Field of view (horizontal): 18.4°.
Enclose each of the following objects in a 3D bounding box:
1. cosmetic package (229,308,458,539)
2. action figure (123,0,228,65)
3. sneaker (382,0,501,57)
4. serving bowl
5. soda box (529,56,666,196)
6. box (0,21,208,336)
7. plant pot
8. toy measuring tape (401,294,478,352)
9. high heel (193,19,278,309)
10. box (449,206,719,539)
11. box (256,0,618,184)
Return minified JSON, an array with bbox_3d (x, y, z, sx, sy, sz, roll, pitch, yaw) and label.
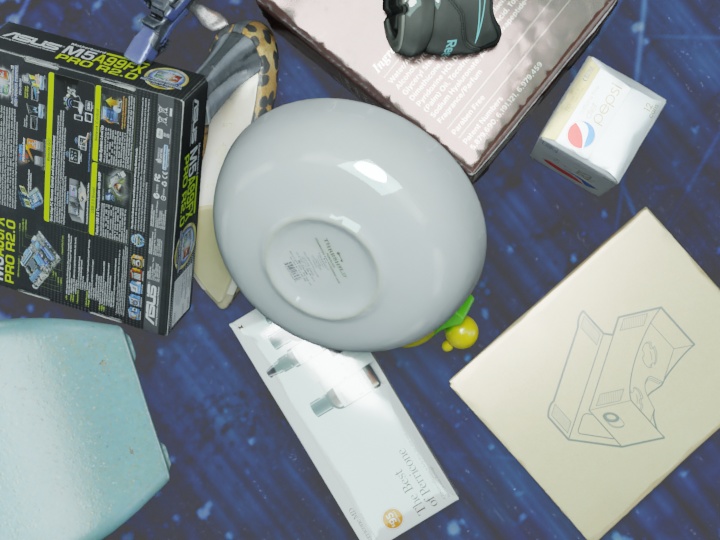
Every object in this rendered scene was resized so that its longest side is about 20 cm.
[{"bbox_3d":[-0.012,0.105,1.663,0.083,0.051,0.200,-32,89,2],"label":"cosmetic package"},{"bbox_3d":[-0.131,-0.240,1.588,0.105,0.193,0.200,30,82,15],"label":"action figure"},{"bbox_3d":[0.062,-0.241,1.497,0.079,0.075,0.200,3,94,-13],"label":"sneaker"},{"bbox_3d":[-0.017,-0.019,1.554,0.200,0.066,0.200,11,127,15],"label":"serving bowl"},{"bbox_3d":[0.166,-0.100,1.583,0.064,0.200,0.068,31,91,2],"label":"soda box"},{"bbox_3d":[-0.196,-0.065,1.609,0.160,0.044,0.200,16,123,15],"label":"box"},{"bbox_3d":[-0.247,0.124,1.608,0.200,0.196,0.196,-19,89,-8],"label":"plant pot"},{"bbox_3d":[0.000,0.000,1.649,0.200,0.074,0.074,35,91,-6],"label":"toy measuring tape"},{"bbox_3d":[-0.088,-0.083,1.672,0.071,0.143,0.200,9,125,19],"label":"high heel"},{"bbox_3d":[0.193,0.078,1.671,0.200,0.021,0.164,-42,88,1],"label":"box"},{"bbox_3d":[0.055,-0.185,1.605,0.200,0.166,0.164,40,91,1],"label":"box"}]
